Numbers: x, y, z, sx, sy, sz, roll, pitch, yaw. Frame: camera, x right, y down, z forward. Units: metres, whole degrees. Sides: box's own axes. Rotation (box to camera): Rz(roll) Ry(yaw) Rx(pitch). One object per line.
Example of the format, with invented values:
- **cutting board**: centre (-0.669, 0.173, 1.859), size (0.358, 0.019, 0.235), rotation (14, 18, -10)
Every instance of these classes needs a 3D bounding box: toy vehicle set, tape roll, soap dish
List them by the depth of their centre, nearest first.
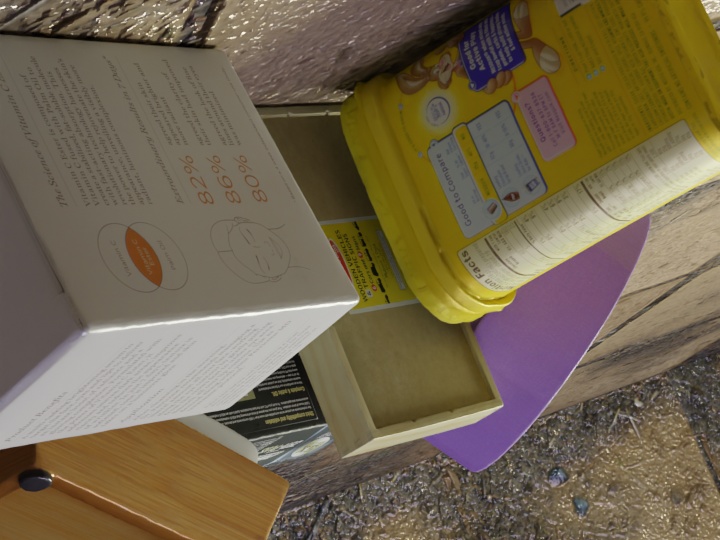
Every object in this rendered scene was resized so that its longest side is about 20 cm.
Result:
- **soap dish**: centre (-0.157, 0.122, 1.017), size (0.157, 0.082, 0.200), rotation (-27, 140, 28)
- **toy vehicle set**: centre (0.000, 0.000, 1.092), size (0.026, 0.201, 0.124), rotation (-32, 164, 37)
- **tape roll**: centre (0.101, 0.027, 1.223), size (0.201, 0.065, 0.200), rotation (-56, -177, 5)

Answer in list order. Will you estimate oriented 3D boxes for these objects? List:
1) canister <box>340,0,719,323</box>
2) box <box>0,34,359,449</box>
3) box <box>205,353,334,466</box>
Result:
- **canister**: centre (0.104, -0.080, 1.060), size (0.199, 0.150, 0.086), rotation (-30, 165, 28)
- **box**: centre (-0.123, -0.015, 0.884), size (0.106, 0.153, 0.199), rotation (-39, 161, 30)
- **box**: centre (-0.094, 0.040, 1.189), size (0.086, 0.165, 0.199), rotation (-30, 167, 33)
